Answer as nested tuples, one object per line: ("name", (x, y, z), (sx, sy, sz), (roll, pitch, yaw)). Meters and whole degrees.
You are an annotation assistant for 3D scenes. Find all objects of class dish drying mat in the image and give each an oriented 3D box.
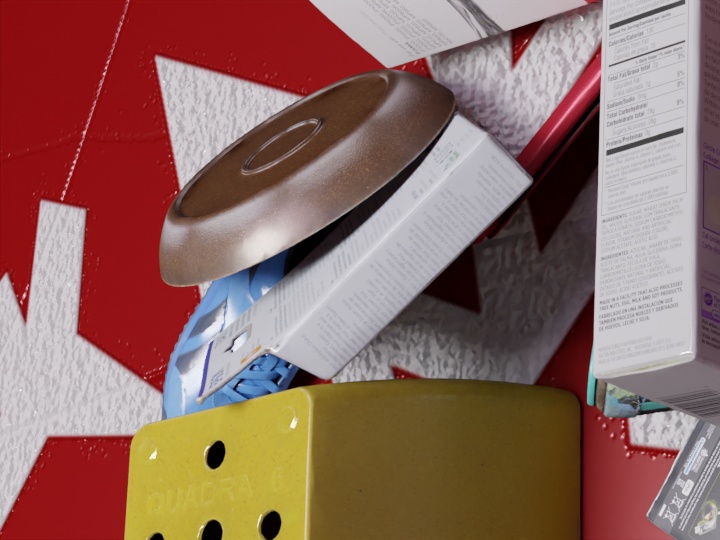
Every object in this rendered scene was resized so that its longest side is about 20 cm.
("dish drying mat", (0.126, -0.097, 1.182), (0.200, 0.018, 0.077), (-52, 2, 18))

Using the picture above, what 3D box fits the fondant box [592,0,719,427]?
("fondant box", (0.173, -0.032, 0.981), (0.058, 0.144, 0.201), (-15, 63, 43))

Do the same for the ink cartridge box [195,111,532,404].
("ink cartridge box", (0.000, 0.000, 1.167), (0.200, 0.041, 0.200), (-43, 7, 4))

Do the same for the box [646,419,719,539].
("box", (0.241, 0.069, 1.011), (0.161, 0.049, 0.201), (33, 99, 48))

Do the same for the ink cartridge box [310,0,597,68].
("ink cartridge box", (0.076, -0.216, 1.239), (0.200, 0.083, 0.147), (-14, 53, 41))

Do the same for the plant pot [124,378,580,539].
("plant pot", (-0.017, 0.156, 1.141), (0.200, 0.176, 0.201), (-16, 65, 41))

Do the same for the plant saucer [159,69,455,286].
("plant saucer", (-0.038, -0.061, 1.258), (0.200, 0.032, 0.200), (-30, 18, 11))

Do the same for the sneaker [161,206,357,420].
("sneaker", (-0.058, 0.039, 1.300), (0.078, 0.066, 0.201), (23, 89, 57))

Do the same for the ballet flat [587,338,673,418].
("ballet flat", (0.152, -0.006, 1.113), (0.074, 0.074, 0.201), (-26, 41, 36))
